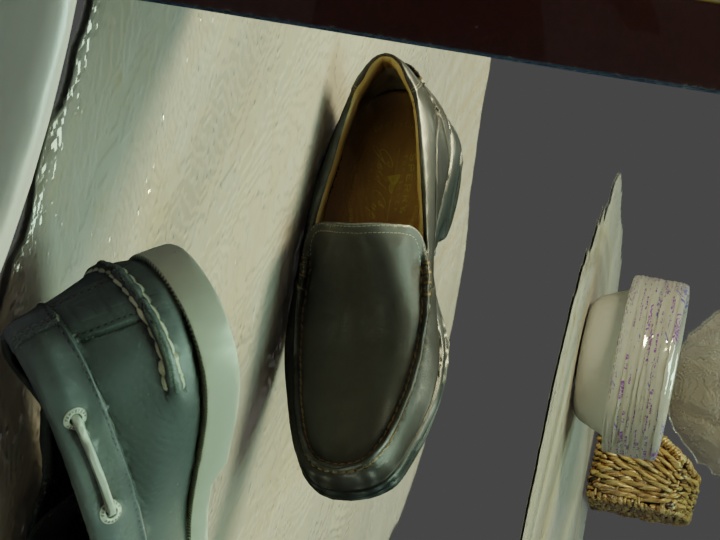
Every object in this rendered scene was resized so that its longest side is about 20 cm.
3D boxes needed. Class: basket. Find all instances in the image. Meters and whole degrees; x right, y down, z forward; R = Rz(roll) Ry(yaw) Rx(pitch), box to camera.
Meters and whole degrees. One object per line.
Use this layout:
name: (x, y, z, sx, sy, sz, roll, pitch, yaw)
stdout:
basket: (0.377, 0.247, 3.436, 0.200, 0.143, 0.149, 58, 43, -77)

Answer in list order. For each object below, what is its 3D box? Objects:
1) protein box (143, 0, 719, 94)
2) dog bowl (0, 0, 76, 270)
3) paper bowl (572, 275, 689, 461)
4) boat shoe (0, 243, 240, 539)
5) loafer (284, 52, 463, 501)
protein box: (0.041, -0.141, 0.774, 0.199, 0.200, 0.135, -45, 145, -74)
dog bowl: (-0.102, -0.062, 0.374, 0.200, 0.079, 0.200, 11, 90, -81)
paper bowl: (0.295, 0.104, 2.894, 0.201, 0.104, 0.201, 10, 90, -81)
boat shoe: (-0.081, 0.078, 0.777, 0.062, 0.073, 0.200, -19, 140, -29)
loafer: (0.000, 0.000, 1.122, 0.072, 0.073, 0.200, 69, 22, -56)
